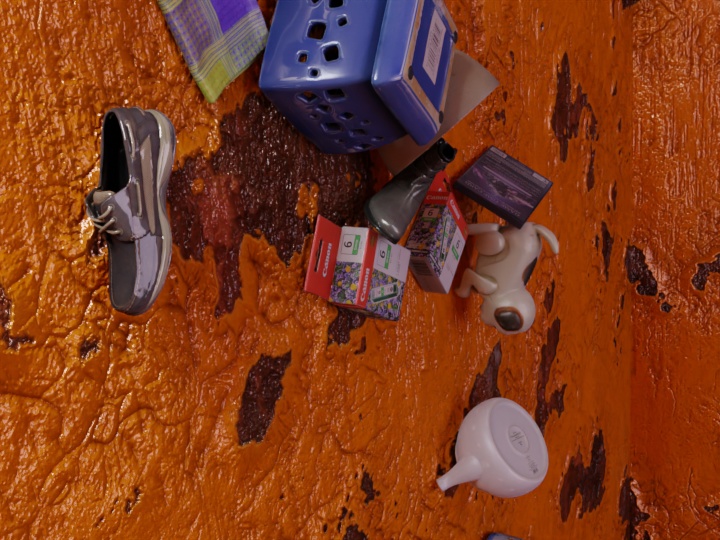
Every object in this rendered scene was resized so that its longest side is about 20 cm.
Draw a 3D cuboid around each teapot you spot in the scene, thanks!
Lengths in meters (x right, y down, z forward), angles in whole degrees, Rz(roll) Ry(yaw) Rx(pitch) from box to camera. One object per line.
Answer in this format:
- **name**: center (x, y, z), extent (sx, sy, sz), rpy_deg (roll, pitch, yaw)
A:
- **teapot**: center (0.253, 0.349, 1.598), extent (0.199, 0.146, 0.199), rpy_deg (32, 41, -22)

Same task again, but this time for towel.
- **towel**: center (-0.164, -0.301, 0.903), extent (0.144, 0.022, 0.202), rpy_deg (-55, 138, -42)

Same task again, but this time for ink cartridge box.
- **ink cartridge box**: center (0.141, -0.074, 1.426), extent (0.109, 0.050, 0.202), rpy_deg (55, 49, -47)
- **ink cartridge box**: center (0.000, 0.000, 1.185), extent (0.199, 0.050, 0.111), rpy_deg (25, 73, -59)

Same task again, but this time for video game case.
- **video game case**: center (0.266, -0.158, 1.540), extent (0.200, 0.142, 0.019), rpy_deg (-45, 165, -51)

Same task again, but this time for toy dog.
- **toy dog**: center (0.270, 0.016, 1.534), extent (0.139, 0.191, 0.203), rpy_deg (1, 88, -71)

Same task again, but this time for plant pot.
- **plant pot**: center (0.011, -0.268, 1.035), extent (0.200, 0.177, 0.203), rpy_deg (37, 62, -60)
- **plant pot**: center (0.080, -0.251, 1.195), extent (0.135, 0.200, 0.200), rpy_deg (48, 44, -5)

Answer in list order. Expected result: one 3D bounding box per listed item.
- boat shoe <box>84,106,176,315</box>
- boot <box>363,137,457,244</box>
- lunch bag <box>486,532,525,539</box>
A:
- **boat shoe**: center (-0.228, -0.059, 0.799), extent (0.073, 0.074, 0.203), rpy_deg (10, 78, -49)
- **boot**: center (0.077, -0.126, 1.197), extent (0.068, 0.131, 0.200), rpy_deg (41, 26, -10)
- **lunch bag**: center (0.309, 0.655, 1.803), extent (0.200, 0.075, 0.162), rpy_deg (33, 69, -57)
